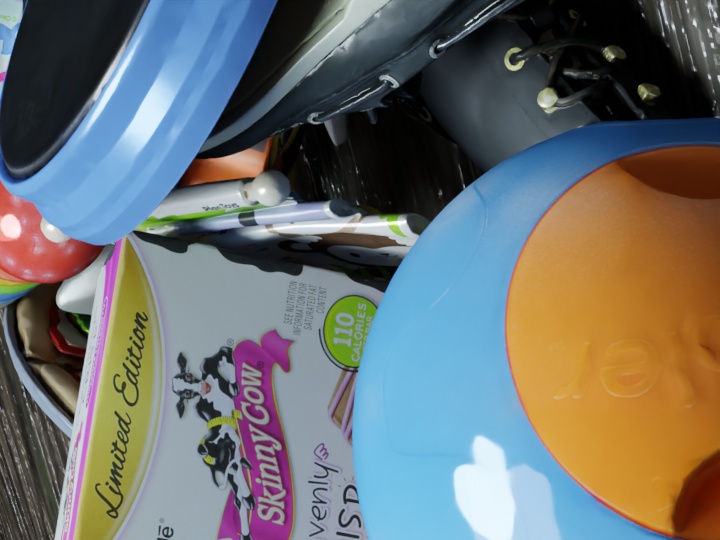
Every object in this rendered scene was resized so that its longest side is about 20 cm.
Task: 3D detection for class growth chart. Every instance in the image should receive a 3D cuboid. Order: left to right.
[{"bbox_3d":[0.000,0.000,1.097,0.144,0.199,0.018,-11,65,48],"label":"growth chart"}]

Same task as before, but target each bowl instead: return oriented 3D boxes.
[{"bbox_3d":[-0.073,-0.109,1.030,0.201,0.039,0.201,-52,24,36],"label":"bowl"}]

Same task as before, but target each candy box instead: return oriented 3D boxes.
[{"bbox_3d":[-0.006,0.074,1.075,0.061,0.199,0.137,132,147,-70],"label":"candy box"}]

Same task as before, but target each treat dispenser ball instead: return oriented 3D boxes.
[{"bbox_3d":[0.097,0.052,0.927,0.201,0.200,0.202,45,148,39],"label":"treat dispenser ball"}]

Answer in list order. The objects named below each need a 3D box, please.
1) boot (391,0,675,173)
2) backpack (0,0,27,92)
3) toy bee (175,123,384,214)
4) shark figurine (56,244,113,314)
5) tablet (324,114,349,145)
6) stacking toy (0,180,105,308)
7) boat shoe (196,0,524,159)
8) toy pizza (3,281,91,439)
[{"bbox_3d":[0.055,-0.103,1.038,0.154,0.073,0.204,47,154,33],"label":"boot"},{"bbox_3d":[-0.179,-0.166,1.278,0.178,0.149,0.202,-111,23,-79],"label":"backpack"},{"bbox_3d":[-0.041,-0.038,1.188,0.130,0.109,0.200,31,142,-6],"label":"toy bee"},{"bbox_3d":[-0.050,-0.078,1.263,0.089,0.127,0.216,-152,70,-67],"label":"shark figurine"},{"bbox_3d":[-0.033,-0.162,1.138,0.130,0.014,0.201,86,171,-61],"label":"tablet"},{"bbox_3d":[-0.148,-0.022,1.194,0.086,0.085,0.200,70,164,-6],"label":"stacking toy"},{"bbox_3d":[0.001,-0.084,1.003,0.199,0.066,0.075,-38,39,44],"label":"boat shoe"},{"bbox_3d":[-0.064,0.052,1.304,0.200,0.199,0.032,47,116,38],"label":"toy pizza"}]
